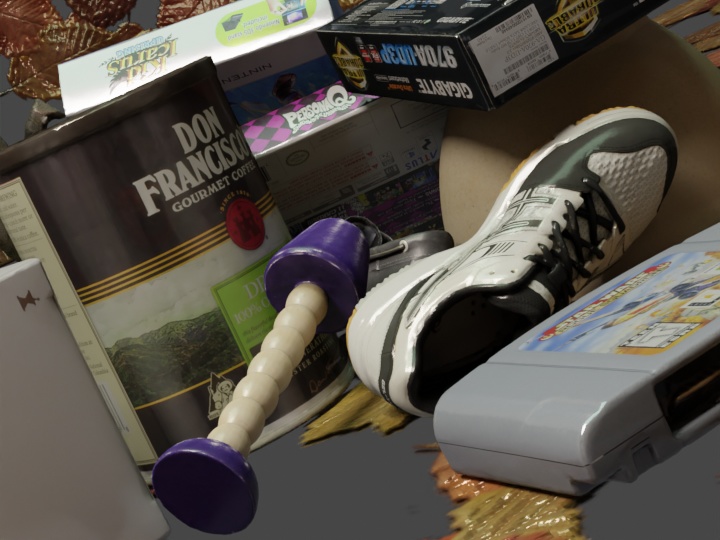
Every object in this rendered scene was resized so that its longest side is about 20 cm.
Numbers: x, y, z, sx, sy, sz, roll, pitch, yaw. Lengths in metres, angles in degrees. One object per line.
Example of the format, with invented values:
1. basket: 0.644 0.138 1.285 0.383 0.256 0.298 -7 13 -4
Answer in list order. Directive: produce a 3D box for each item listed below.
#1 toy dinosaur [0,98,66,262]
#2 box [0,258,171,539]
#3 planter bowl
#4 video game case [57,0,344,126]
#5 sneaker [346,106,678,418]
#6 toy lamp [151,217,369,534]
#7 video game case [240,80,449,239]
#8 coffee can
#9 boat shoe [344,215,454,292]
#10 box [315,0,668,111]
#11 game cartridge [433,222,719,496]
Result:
1. toy dinosaur: -0.189 -0.038 0.958 0.077 0.200 0.102 20 74 28
2. box: -0.217 0.097 0.770 0.200 0.152 0.106 -15 13 47
3. planter bowl: 0.127 -0.076 0.899 0.200 0.135 0.200 -24 10 5
4. video game case: -0.077 -0.100 1.040 0.181 0.046 0.200 -17 -27 9
5. sneaker: 0.088 0.002 0.760 0.200 0.076 0.088 -42 23 -1
6. toy lamp: -0.042 0.042 0.772 0.058 0.058 0.200 -19 25 31
7. video game case: -0.002 -0.049 1.018 0.200 0.181 0.036 -25 52 3
8. coffee can: -0.109 -0.001 0.878 0.146 0.200 0.146 -24 10 5
9. boat shoe: 0.000 0.000 0.939 0.070 0.066 0.200 1 0 -24
10. box: 0.081 -0.150 0.854 0.159 0.046 0.200 -33 19 -15
11. game cartridge: 0.131 0.026 0.643 0.200 0.042 0.133 -29 15 -24
